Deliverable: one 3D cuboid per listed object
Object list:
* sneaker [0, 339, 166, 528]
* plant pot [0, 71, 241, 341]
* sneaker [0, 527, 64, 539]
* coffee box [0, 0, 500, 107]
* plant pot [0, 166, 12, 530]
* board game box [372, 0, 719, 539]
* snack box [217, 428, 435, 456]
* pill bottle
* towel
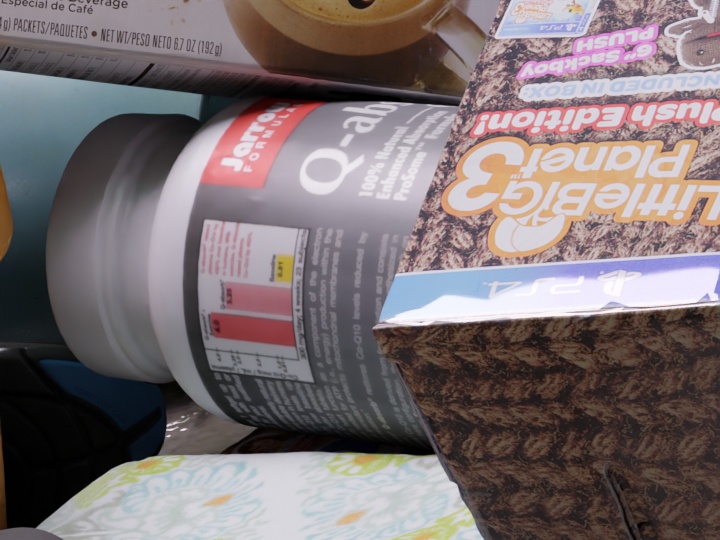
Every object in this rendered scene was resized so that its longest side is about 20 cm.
[{"bbox_3d":[-0.166,0.058,1.080,0.199,0.074,0.082,-9,17,11],"label":"sneaker"},{"bbox_3d":[-0.127,-0.047,1.185,0.160,0.202,0.201,2,21,12],"label":"plant pot"},{"bbox_3d":[-0.129,0.093,0.777,0.074,0.089,0.200,-25,8,17],"label":"sneaker"},{"bbox_3d":[-0.053,-0.120,0.996,0.199,0.114,0.080,7,-4,-11],"label":"coffee box"},{"bbox_3d":[-0.198,0.048,0.953,0.199,0.184,0.200,-13,18,4],"label":"plant pot"},{"bbox_3d":[0.100,-0.001,0.819,0.096,0.160,0.201,-4,43,27],"label":"board game box"},{"bbox_3d":[0.033,0.042,1.055,0.072,0.024,0.200,5,26,41],"label":"snack box"},{"bbox_3d":[0.000,0.000,0.977,0.199,0.117,0.116,6,25,29],"label":"pill bottle"},{"bbox_3d":[-0.033,0.104,0.884,0.199,0.048,0.171,-1,22,33],"label":"towel"}]
